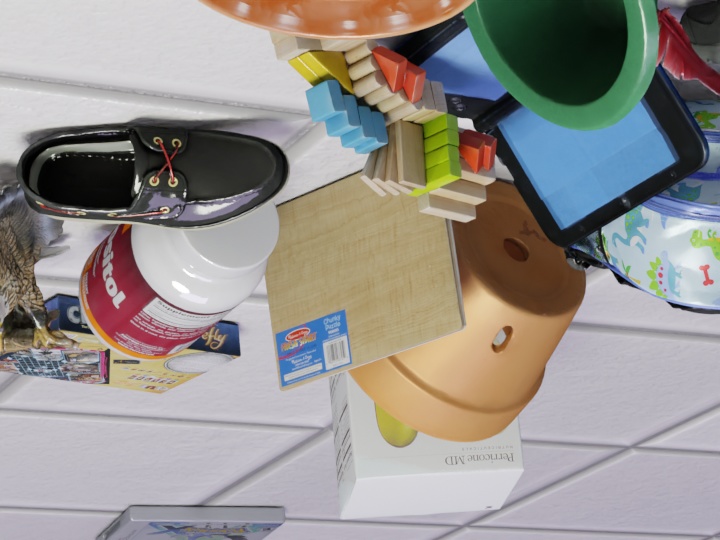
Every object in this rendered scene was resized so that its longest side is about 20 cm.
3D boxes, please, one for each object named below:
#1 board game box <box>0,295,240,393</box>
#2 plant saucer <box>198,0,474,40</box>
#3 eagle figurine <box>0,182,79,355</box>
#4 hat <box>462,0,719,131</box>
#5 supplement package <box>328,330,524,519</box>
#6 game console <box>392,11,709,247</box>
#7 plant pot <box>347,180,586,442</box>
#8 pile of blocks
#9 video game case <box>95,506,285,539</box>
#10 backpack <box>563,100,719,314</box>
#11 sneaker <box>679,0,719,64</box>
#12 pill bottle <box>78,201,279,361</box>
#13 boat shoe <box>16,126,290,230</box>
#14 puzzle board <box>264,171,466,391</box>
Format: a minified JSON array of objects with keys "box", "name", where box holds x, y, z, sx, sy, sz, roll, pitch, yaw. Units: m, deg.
[{"box":[-0.232,0.071,2.227,0.200,0.035,0.135,11,156,-38],"name":"board game box"},{"box":[-0.020,-0.201,1.457,0.200,0.032,0.200,3,156,1],"name":"plant saucer"},{"box":[-0.301,-0.005,1.900,0.152,0.151,0.200,-40,131,-16],"name":"eagle figurine"},{"box":[0.175,-0.190,1.508,0.176,0.166,0.200,-29,162,-31],"name":"hat"},{"box":[0.053,0.105,2.136,0.152,0.200,0.151,-3,161,-7],"name":"supplement package"},{"box":[0.115,-0.105,1.666,0.171,0.118,0.200,6,158,-28],"name":"game console"},{"box":[0.088,0.020,1.944,0.200,0.200,0.140,9,141,-34],"name":"plant pot"},{"box":[0.026,-0.106,1.626,0.200,0.082,0.062,37,142,-26],"name":"pile of blocks"},{"box":[-0.216,0.327,3.000,0.200,0.022,0.182,2,160,-20],"name":"video game case"},{"box":[0.262,-0.047,1.753,0.183,0.147,0.200,0,-163,-15],"name":"backpack"},{"box":[0.282,-0.181,1.573,0.073,0.082,0.200,-16,-171,-32],"name":"sneaker"},{"box":[-0.142,-0.008,1.898,0.113,0.113,0.200,5,158,-25],"name":"pill bottle"},{"box":[-0.154,-0.070,1.772,0.201,0.074,0.063,-2,170,6],"name":"boat shoe"},{"box":[0.000,0.000,1.894,0.200,0.151,0.017,-21,161,40],"name":"puzzle board"}]
